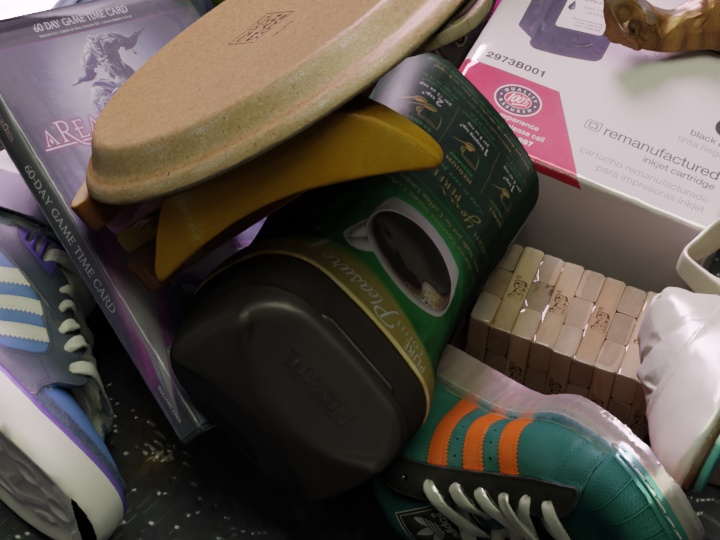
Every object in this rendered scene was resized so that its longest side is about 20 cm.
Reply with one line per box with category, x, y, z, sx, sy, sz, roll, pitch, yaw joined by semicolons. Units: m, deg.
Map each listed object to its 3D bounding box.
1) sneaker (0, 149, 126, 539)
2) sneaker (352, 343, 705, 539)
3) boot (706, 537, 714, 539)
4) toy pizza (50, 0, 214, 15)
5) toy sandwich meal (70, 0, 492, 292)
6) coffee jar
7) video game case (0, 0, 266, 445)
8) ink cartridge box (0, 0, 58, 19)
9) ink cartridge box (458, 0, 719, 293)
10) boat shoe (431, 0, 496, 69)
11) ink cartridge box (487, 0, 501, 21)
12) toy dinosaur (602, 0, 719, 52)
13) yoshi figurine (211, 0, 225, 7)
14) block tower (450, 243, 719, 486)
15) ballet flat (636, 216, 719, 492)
sneaker;-0.130;0.017;0.900;0.146;0.081;0.200;-37;56;-25
sneaker;0.057;0.092;0.832;0.080;0.072;0.200;-42;29;-17
boot;0.156;0.164;0.808;0.199;0.073;0.090;29;54;22
toy pizza;-0.072;-0.053;0.953;0.199;0.032;0.201;25;45;-28
toy sandwich meal;-0.026;-0.064;0.799;0.204;0.070;0.205;-28;21;12
coffee jar;0.000;0.000;0.856;0.104;0.085;0.200;48;41;-15
video game case;-0.079;-0.032;0.891;0.143;0.019;0.201;-22;78;-49
ink cartridge box;-0.242;-0.154;1.060;0.195;0.043;0.201;-19;56;-19
ink cartridge box;0.131;-0.086;1.005;0.144;0.085;0.200;23;52;11
boat shoe;0.026;-0.124;0.995;0.072;0.066;0.202;33;57;-13
ink cartridge box;0.042;-0.163;1.097;0.094;0.037;0.201;17;53;8
toy dinosaur;0.213;-0.122;0.967;0.198;0.060;0.107;7;76;2
yoshi figurine;-0.010;-0.181;0.986;0.199;0.113;0.112;-32;54;-14
block tower;0.138;0.050;0.913;0.199;0.058;0.054;19;50;12
ballet flat;0.155;0.021;0.857;0.069;0.070;0.200;28;44;17
